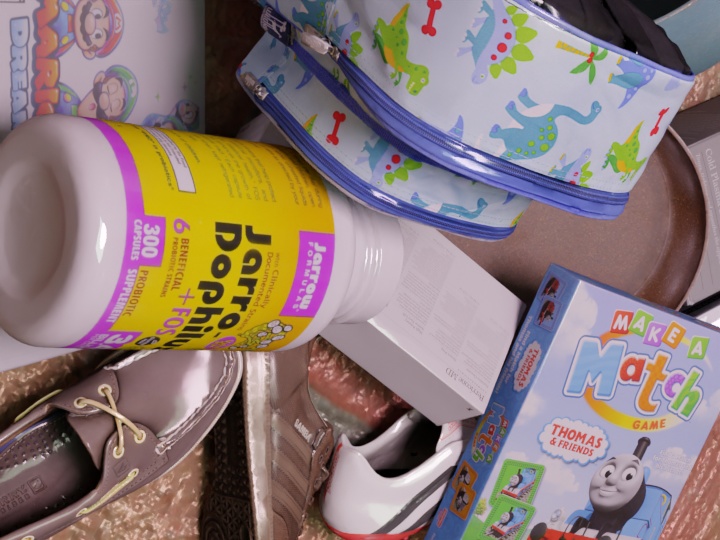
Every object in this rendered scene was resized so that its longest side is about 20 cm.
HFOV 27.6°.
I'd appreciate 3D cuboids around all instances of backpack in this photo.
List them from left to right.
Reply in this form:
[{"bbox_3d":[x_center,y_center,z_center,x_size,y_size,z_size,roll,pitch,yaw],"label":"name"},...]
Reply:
[{"bbox_3d":[0.050,-0.099,0.710,0.183,0.200,0.147,13,113,-37],"label":"backpack"}]

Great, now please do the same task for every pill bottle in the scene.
[{"bbox_3d":[-0.074,-0.013,0.702,0.200,0.104,0.104,3,97,-44],"label":"pill bottle"}]

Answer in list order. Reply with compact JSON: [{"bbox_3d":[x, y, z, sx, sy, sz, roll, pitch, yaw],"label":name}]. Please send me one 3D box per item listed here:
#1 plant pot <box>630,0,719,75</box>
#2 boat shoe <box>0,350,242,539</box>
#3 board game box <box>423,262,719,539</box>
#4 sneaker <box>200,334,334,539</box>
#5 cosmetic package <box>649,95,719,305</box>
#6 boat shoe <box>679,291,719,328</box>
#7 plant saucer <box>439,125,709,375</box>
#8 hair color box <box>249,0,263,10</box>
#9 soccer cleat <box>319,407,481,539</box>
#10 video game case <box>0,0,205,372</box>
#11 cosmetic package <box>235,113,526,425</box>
[{"bbox_3d":[0.170,-0.187,0.881,0.200,0.200,0.135,-59,143,-9],"label":"plant pot"},{"bbox_3d":[-0.147,0.094,0.780,0.200,0.060,0.072,-33,87,-10],"label":"boat shoe"},{"bbox_3d":[0.139,0.111,0.903,0.151,0.037,0.200,19,98,-31],"label":"board game box"},{"bbox_3d":[-0.046,0.120,0.863,0.075,0.070,0.200,-5,102,-33],"label":"sneaker"},{"bbox_3d":[0.262,-0.063,1.005,0.200,0.090,0.107,-25,108,-21],"label":"cosmetic package"},{"bbox_3d":[0.221,0.059,0.978,0.200,0.070,0.066,-26,98,-2],"label":"boat shoe"},{"bbox_3d":[0.114,-0.025,0.912,0.200,0.032,0.200,-2,116,-3],"label":"plant saucer"},{"bbox_3d":[0.011,-0.225,0.829,0.111,0.064,0.200,34,82,-19],"label":"hair color box"},{"bbox_3d":[0.065,0.116,0.922,0.200,0.069,0.085,-13,123,-27],"label":"soccer cleat"},{"bbox_3d":[-0.139,-0.060,0.753,0.182,0.024,0.200,-16,109,-59],"label":"video game case"},{"bbox_3d":[0.000,0.000,0.849,0.200,0.051,0.083,39,55,-20],"label":"cosmetic package"}]
